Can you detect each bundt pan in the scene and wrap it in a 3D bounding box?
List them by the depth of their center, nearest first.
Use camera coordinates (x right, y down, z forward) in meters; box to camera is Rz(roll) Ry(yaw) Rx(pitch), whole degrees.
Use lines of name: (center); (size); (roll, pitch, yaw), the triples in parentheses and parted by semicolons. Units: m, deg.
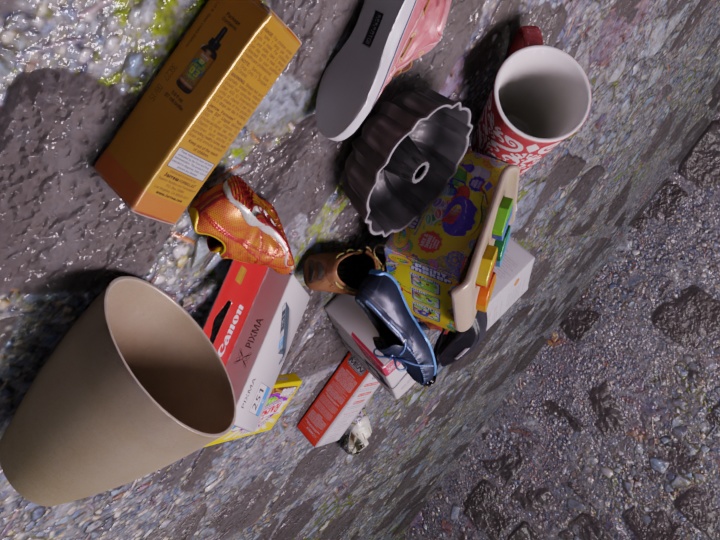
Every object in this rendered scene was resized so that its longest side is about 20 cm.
bundt pan: (0.053, -0.148, 0.919); (0.201, 0.076, 0.203); (-40, 155, -22)

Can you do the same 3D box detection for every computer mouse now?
computer mouse: (0.172, 0.105, 1.181); (0.202, 0.045, 0.141); (-61, 180, 41)

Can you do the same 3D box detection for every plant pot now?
plant pot: (-0.261, 0.142, 0.715); (0.199, 0.189, 0.187); (-36, 158, 9)

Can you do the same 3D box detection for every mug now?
mug: (0.243, -0.234, 1.027); (0.180, 0.131, 0.200); (-63, 178, -11)

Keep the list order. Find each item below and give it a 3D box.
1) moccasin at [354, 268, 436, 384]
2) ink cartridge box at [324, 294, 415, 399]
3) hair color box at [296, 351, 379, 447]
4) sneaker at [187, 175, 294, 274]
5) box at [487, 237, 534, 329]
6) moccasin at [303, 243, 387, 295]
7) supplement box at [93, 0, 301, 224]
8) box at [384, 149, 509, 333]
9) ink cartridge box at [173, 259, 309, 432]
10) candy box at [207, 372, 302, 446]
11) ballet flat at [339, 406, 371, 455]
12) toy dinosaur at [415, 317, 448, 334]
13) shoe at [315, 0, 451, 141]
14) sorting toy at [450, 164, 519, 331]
moccasin: (0.043, 0.092, 1.020); (0.068, 0.080, 0.202); (-44, 116, -29)
ink cartridge box: (0.031, 0.119, 1.196); (0.084, 0.145, 0.201); (-42, 156, -10)
hair color box: (-0.030, 0.248, 1.390); (0.201, 0.061, 0.101); (-54, 156, 14)
sneaker: (-0.130, -0.043, 0.794); (0.076, 0.074, 0.200); (-27, 153, 7)
box: (0.272, 0.039, 1.546); (0.199, 0.106, 0.153); (-42, 155, -15)
moccasin: (0.000, -0.002, 1.038); (0.200, 0.076, 0.076); (11, 80, -58)
supplement box: (-0.139, -0.142, 0.607); (0.201, 0.066, 0.069); (-53, 156, 9)
box: (0.133, -0.049, 1.083); (0.202, 0.120, 0.194); (-62, 162, -22)
ink cartridge box: (-0.140, 0.090, 0.888); (0.177, 0.044, 0.203); (60, 49, -67)
candy box: (-0.163, 0.205, 1.052); (0.103, 0.026, 0.199); (-54, 160, 10)
ballet flat: (-0.005, 0.361, 1.596); (0.072, 0.072, 0.202); (-34, 152, -29)
toy dinosaur: (0.128, 0.066, 1.300); (0.107, 0.197, 0.181); (-62, -171, -3)
shoe: (0.028, -0.228, 0.759); (0.090, 0.071, 0.203); (-1, 123, -52)
sorting toy: (0.184, -0.023, 1.002); (0.203, 0.036, 0.186); (-64, 163, -16)
